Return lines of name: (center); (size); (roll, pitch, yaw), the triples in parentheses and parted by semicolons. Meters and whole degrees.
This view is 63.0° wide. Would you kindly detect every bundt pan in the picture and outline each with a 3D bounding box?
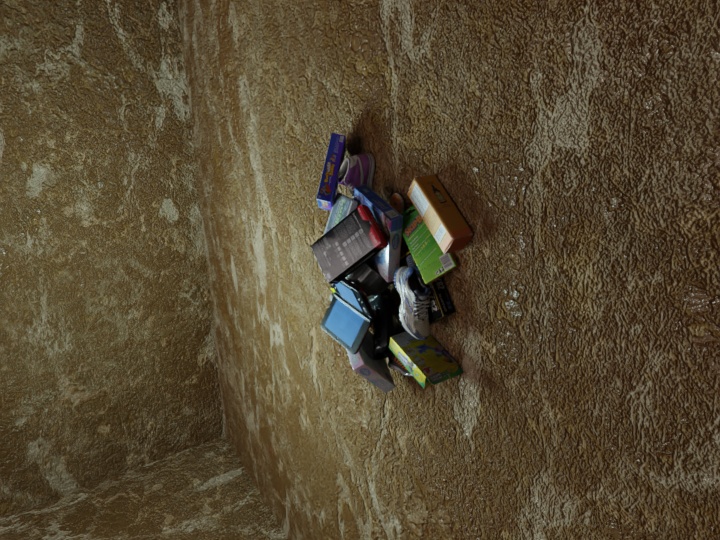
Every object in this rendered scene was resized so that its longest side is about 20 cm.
bundt pan: (0.000, 0.000, 1.729); (0.076, 0.201, 0.202); (-49, 48, 7)

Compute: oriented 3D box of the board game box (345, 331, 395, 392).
board game box: (0.016, 0.251, 1.800); (0.200, 0.043, 0.200); (44, -163, -46)

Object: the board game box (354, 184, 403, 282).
board game box: (0.045, -0.104, 1.635); (0.200, 0.043, 0.201); (47, 146, 45)

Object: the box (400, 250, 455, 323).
box: (0.168, 0.048, 1.609); (0.159, 0.049, 0.203); (-36, 70, 58)

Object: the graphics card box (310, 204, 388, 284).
graphics card box: (-0.032, -0.068, 1.583); (0.199, 0.051, 0.127); (-37, 70, 24)

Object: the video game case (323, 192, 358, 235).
video game case: (-0.070, -0.119, 1.712); (0.182, 0.023, 0.203); (-139, 67, -68)

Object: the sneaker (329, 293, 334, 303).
sneaker: (-0.045, 0.153, 1.894); (0.200, 0.082, 0.077); (45, 176, -37)

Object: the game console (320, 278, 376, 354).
game console: (-0.059, 0.112, 1.704); (0.199, 0.118, 0.174); (31, 155, 47)

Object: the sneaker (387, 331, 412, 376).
sneaker: (0.138, 0.239, 1.713); (0.199, 0.077, 0.114); (4, 101, 55)

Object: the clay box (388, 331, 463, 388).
clay box: (0.178, 0.242, 1.603); (0.200, 0.113, 0.048); (48, 141, 42)

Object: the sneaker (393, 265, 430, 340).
sneaker: (0.145, 0.082, 1.539); (0.085, 0.076, 0.203); (-25, 80, 57)

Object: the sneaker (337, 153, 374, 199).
sneaker: (-0.023, -0.247, 1.756); (0.072, 0.113, 0.203); (35, 133, 47)

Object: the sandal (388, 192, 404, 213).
sandal: (0.072, -0.128, 1.690); (0.079, 0.058, 0.209); (48, 140, 41)

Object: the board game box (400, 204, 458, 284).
board game box: (0.170, -0.075, 1.525); (0.095, 0.030, 0.202); (-31, 73, 23)

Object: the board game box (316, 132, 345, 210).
board game box: (-0.087, -0.295, 1.779); (0.134, 0.044, 0.203); (99, -176, -84)

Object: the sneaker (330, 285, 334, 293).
sneaker: (-0.034, 0.087, 1.974); (0.200, 0.077, 0.086); (4, 113, 69)

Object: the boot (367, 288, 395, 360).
boot: (0.053, 0.179, 1.783); (0.165, 0.065, 0.203); (119, 150, -51)

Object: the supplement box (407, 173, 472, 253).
supplement box: (0.195, -0.143, 1.459); (0.202, 0.066, 0.069); (63, 152, 24)
